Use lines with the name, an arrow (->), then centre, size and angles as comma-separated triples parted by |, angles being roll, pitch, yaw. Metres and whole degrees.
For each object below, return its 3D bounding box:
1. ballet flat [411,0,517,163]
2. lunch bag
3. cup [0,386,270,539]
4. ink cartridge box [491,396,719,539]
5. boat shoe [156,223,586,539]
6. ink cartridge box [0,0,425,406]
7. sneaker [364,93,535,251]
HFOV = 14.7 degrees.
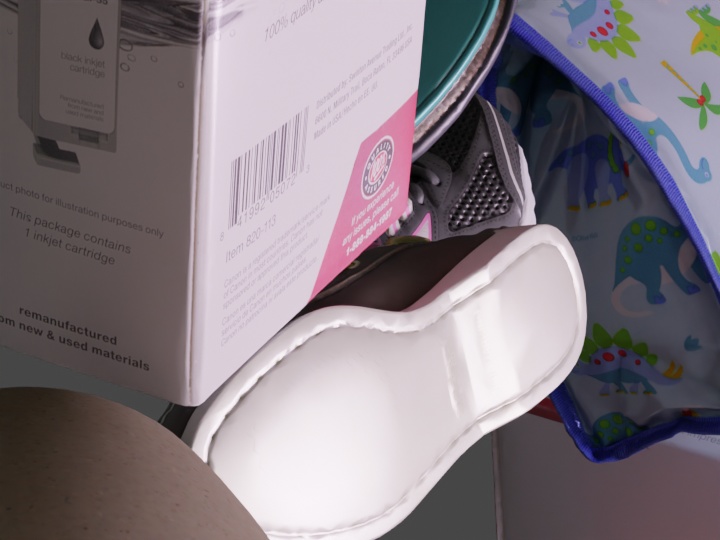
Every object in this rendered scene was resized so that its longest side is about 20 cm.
ballet flat -> 0.031, -0.107, 0.977 | 0.073, 0.073, 0.201 | 57, 50, -63
lunch bag -> 0.129, -0.047, 1.165 | 0.170, 0.127, 0.201 | -40, 111, -48
cup -> -0.086, 0.114, 0.709 | 0.144, 0.199, 0.201 | -90, 178, -49
ink cartridge box -> 0.168, 0.058, 1.331 | 0.145, 0.145, 0.200 | 84, 29, -43
boat shoe -> -0.004, 0.036, 0.864 | 0.201, 0.060, 0.072 | -27, 111, -50
ink cartridge box -> -0.042, -0.087, 0.782 | 0.146, 0.082, 0.201 | -42, 143, -54
sneaker -> 0.000, 0.000, 0.968 | 0.087, 0.080, 0.200 | 68, 36, -42
